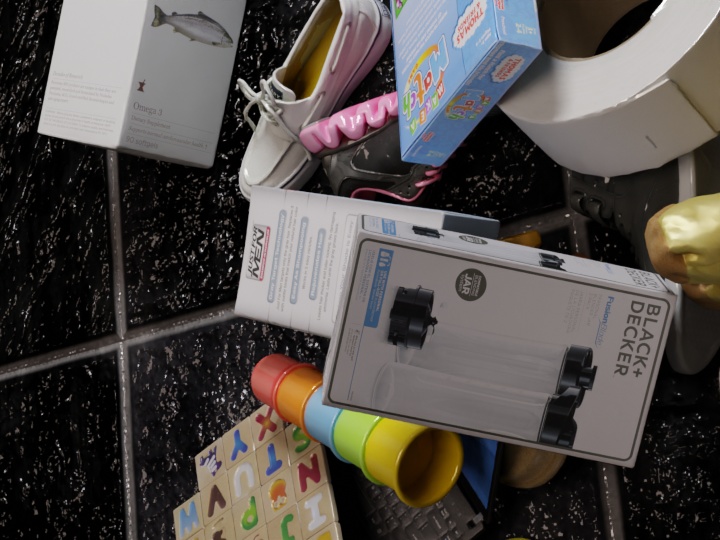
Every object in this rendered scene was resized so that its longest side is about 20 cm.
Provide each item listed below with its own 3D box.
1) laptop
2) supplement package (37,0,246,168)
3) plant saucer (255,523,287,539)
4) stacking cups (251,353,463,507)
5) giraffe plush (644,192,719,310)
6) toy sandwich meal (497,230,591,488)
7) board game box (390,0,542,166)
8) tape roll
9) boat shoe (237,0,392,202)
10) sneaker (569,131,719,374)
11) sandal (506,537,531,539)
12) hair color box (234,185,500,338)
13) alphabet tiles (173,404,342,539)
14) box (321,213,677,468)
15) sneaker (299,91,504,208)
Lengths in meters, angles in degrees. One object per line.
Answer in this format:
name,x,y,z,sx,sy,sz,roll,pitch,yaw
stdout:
laptop,0.009,0.127,1.108,0.200,0.103,0.177,-41,54,12
supplement package,-0.189,-0.202,1.346,0.117,0.117,0.200,13,93,41
plant saucer,-0.070,0.272,1.171,0.200,0.050,0.200,17,110,55
stacking cups,-0.014,0.105,1.080,0.200,0.060,0.061,22,98,48
giraffe plush,0.284,-0.062,0.902,0.200,0.173,0.162,-2,72,36
toy sandwich meal,0.110,0.058,1.076,0.205,0.070,0.205,36,134,49
board game box,0.065,-0.195,1.040,0.151,0.037,0.200,132,142,-55
tape roll,0.178,-0.164,1.010,0.202,0.071,0.202,-25,46,29
boat shoe,-0.057,-0.142,1.243,0.202,0.086,0.075,-54,54,21
sneaker,0.193,-0.024,1.025,0.099,0.071,0.200,-11,70,41
sandal,0.133,0.259,1.019,0.200,0.087,0.080,37,105,36
hair color box,0.000,0.000,1.067,0.200,0.061,0.099,11,93,46
alphabet tiles,-0.081,0.200,1.145,0.166,0.006,0.200,-37,45,27
box,0.084,0.042,0.945,0.200,0.060,0.117,13,101,-3
sneaker,0.048,-0.096,1.168,0.200,0.079,0.095,-15,95,39
